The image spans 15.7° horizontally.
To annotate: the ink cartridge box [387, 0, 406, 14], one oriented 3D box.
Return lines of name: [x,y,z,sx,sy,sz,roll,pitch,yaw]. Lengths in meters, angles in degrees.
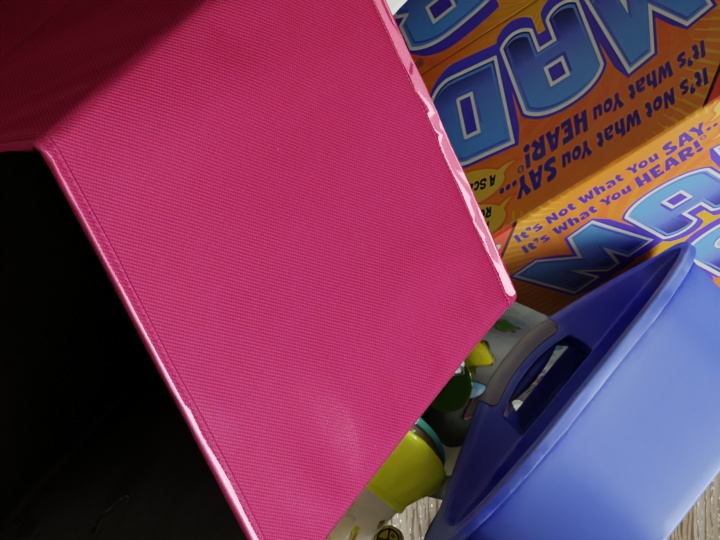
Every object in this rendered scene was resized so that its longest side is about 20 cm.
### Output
ink cartridge box: [-0.044,-0.200,1.133,0.200,0.084,0.146,58,44,-17]

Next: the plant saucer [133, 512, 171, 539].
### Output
plant saucer: [-0.086,0.132,1.089,0.037,0.200,0.200,53,36,5]

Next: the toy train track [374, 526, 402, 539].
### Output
toy train track: [0.035,0.135,1.362,0.200,0.033,0.115,-35,167,1]

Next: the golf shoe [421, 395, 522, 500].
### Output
golf shoe: [0.080,0.096,1.480,0.200,0.088,0.077,-16,109,-60]

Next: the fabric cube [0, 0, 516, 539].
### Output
fabric cube: [-0.095,-0.005,1.008,0.199,0.200,0.196,-50,122,-44]

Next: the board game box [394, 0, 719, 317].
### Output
board game box: [0.141,-0.107,1.330,0.200,0.200,0.200,23,42,-52]

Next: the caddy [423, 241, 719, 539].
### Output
caddy: [0.110,0.075,1.252,0.200,0.105,0.141,-49,-177,-17]

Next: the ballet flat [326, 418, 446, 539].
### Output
ballet flat: [-0.003,0.107,1.292,0.067,0.067,0.200,-57,-178,-11]

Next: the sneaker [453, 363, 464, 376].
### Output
sneaker: [0.000,0.000,1.267,0.200,0.070,0.094,-136,-143,-77]

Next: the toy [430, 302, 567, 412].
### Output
toy: [0.090,0.041,1.464,0.200,0.115,0.047,-23,129,-57]
